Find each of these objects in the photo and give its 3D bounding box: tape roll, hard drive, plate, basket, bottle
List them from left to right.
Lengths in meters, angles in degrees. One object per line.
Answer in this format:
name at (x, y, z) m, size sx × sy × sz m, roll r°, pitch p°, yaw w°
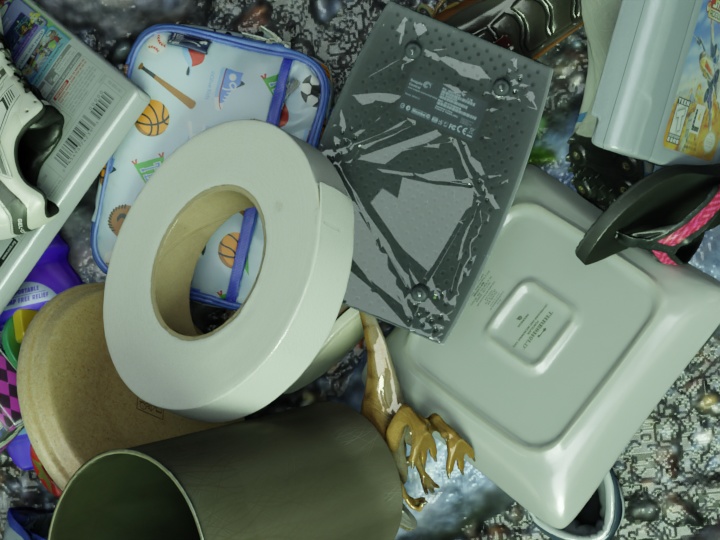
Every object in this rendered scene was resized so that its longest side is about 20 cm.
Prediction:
bottle at (-0.232, 0.039, 1.513) m, size 0.083 × 0.065 × 0.202 m, roll -12°, pitch 87°, yaw 2°
tape roll at (-0.089, -0.001, 1.379) m, size 0.202 × 0.037 × 0.204 m, roll -19°, pitch 59°, yaw 36°
basket at (-0.078, 0.163, 1.351) m, size 0.136 × 0.199 × 0.181 m, roll 51°, pitch 132°, yaw 20°
hard drive at (0.036, -0.064, 1.402) m, size 0.134 × 0.042 × 0.201 m, roll 22°, pitch 83°, yaw 0°
plate at (0.120, 0.042, 1.430) m, size 0.200 × 0.032 × 0.200 m, roll 35°, pitch 85°, yaw 33°

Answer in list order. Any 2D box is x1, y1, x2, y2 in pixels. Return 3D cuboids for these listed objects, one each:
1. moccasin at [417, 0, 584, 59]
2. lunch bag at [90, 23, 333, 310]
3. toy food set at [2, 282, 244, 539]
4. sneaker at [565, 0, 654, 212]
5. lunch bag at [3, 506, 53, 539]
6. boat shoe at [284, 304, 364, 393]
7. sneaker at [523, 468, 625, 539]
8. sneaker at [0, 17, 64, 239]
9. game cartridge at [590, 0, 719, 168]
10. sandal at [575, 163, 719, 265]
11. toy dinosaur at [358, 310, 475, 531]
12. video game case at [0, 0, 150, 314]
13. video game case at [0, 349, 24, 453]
moccasin at (0.073, -0.159, 1.470) m, size 0.201 × 0.078 × 0.074 m, roll -38°, pitch 102°, yaw 3°
lunch bag at (-0.100, -0.077, 1.492) m, size 0.159 × 0.076 × 0.202 m, roll 15°, pitch 95°, yaw 4°
toy food set at (-0.157, 0.098, 1.452) m, size 0.049 × 0.199 × 0.199 m, roll -33°, pitch 58°, yaw 40°
sneaker at (0.186, -0.124, 1.439) m, size 0.072 × 0.072 × 0.201 m, roll 26°, pitch 127°, yaw 37°
lunch bag at (-0.190, 0.270, 1.489) m, size 0.199 × 0.123 × 0.171 m, roll 13°, pitch 96°, yaw 36°
boat shoe at (0.000, 0.000, 1.484) m, size 0.060 × 0.072 × 0.200 m, roll 44°, pitch 95°, yaw 12°
sneaker at (0.116, 0.108, 1.452) m, size 0.070 × 0.108 × 0.200 m, roll -38°, pitch 88°, yaw 7°
sneaker at (-0.245, -0.113, 1.448) m, size 0.087 × 0.076 × 0.202 m, roll -8°, pitch 72°, yaw 10°
game cartridge at (0.217, -0.132, 1.387) m, size 0.041 × 0.200 × 0.134 m, roll 23°, pitch 97°, yaw 29°
sandal at (0.222, -0.036, 1.397) m, size 0.045 × 0.199 × 0.075 m, roll 55°, pitch 135°, yaw 22°
toy dinosaur at (0.019, 0.098, 1.418) m, size 0.106 × 0.060 × 0.202 m, roll 18°, pitch 119°, yaw 44°
video game case at (-0.263, -0.088, 1.495) m, size 0.182 × 0.022 × 0.201 m, roll 39°, pitch 95°, yaw 32°
video game case at (-0.330, 0.064, 1.494) m, size 0.200 × 0.036 × 0.181 m, roll 50°, pitch 137°, yaw 3°
